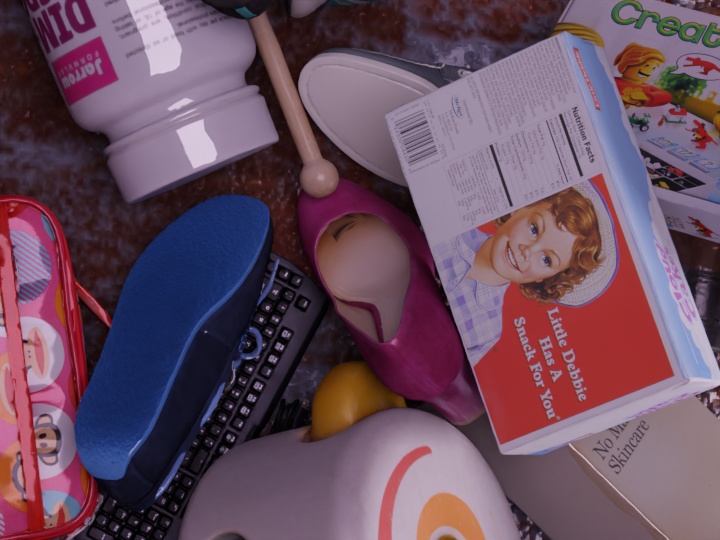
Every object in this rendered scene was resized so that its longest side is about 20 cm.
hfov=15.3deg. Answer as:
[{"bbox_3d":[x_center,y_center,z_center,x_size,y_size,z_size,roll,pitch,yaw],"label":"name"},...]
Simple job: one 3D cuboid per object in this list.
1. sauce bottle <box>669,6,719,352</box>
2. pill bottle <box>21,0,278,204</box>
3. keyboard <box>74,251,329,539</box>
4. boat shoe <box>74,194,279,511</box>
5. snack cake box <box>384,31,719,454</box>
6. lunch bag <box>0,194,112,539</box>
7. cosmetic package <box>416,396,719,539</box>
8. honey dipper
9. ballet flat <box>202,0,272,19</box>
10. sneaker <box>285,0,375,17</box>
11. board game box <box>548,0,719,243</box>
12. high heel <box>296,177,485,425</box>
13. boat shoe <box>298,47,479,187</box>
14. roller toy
[{"bbox_3d":[0.207,-0.053,1.589,0.066,0.066,0.200,11,84,-10],"label":"sauce bottle"},{"bbox_3d":[-0.127,-0.146,1.506,0.113,0.113,0.200,-23,91,-11],"label":"pill bottle"},{"bbox_3d":[-0.079,0.085,1.539,0.104,0.040,0.200,29,83,-7],"label":"keyboard"},{"bbox_3d":[-0.106,0.045,1.506,0.084,0.069,0.200,14,54,28],"label":"boat shoe"},{"bbox_3d":[0.103,-0.013,1.441,0.115,0.067,0.200,-23,77,22],"label":"snack cake box"},{"bbox_3d":[-0.219,0.060,1.497,0.176,0.082,0.200,-7,88,-15],"label":"lunch bag"},{"bbox_3d":[0.142,0.104,1.544,0.200,0.073,0.104,44,47,-7],"label":"cosmetic package"},{"bbox_3d":[-0.057,-0.135,1.545,0.038,0.038,0.200,-18,82,-11],"label":"honey dipper"},{"bbox_3d":[-0.073,-0.224,1.478,0.068,0.068,0.200,-8,64,17],"label":"ballet flat"},{"bbox_3d":[0.000,-0.190,1.488,0.080,0.200,0.078,0,84,-4],"label":"sneaker"},{"bbox_3d":[0.187,-0.082,1.493,0.200,0.035,0.126,17,63,25],"label":"board game box"},{"bbox_3d":[0.000,0.000,1.486,0.067,0.096,0.200,-35,51,10],"label":"high heel"},{"bbox_3d":[0.061,-0.085,1.576,0.200,0.073,0.062,22,40,-2],"label":"boat shoe"},{"bbox_3d":[0.003,0.169,1.463,0.182,0.140,0.200,52,39,-31],"label":"roller toy"}]
